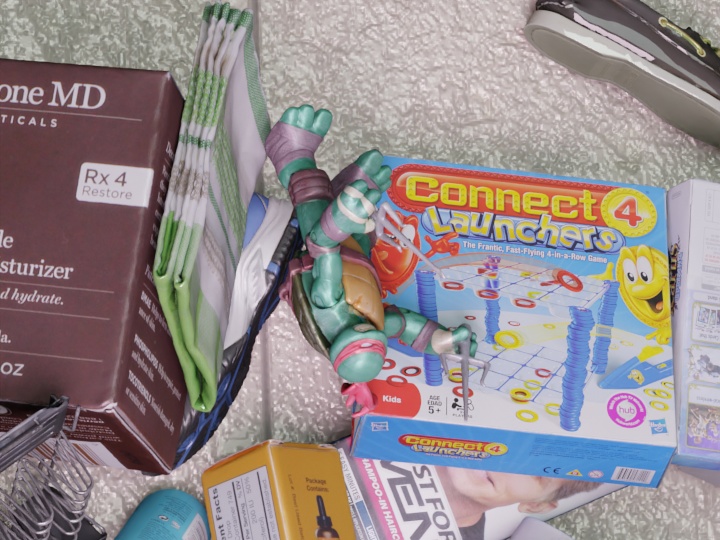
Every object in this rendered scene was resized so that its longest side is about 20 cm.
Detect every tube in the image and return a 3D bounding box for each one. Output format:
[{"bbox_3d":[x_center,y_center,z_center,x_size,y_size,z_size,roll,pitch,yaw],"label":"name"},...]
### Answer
[{"bbox_3d":[-0.129,0.186,1.342,0.050,0.200,0.078,-34,98,15],"label":"tube"}]

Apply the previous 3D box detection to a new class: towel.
[{"bbox_3d":[-0.082,-0.038,1.361,0.030,0.150,0.201,2,57,9],"label":"towel"}]

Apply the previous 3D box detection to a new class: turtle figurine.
[{"bbox_3d":[0.000,0.000,1.373,0.100,0.150,0.201,-23,49,6],"label":"turtle figurine"}]

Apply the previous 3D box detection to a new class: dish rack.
[{"bbox_3d":[-0.206,0.147,1.252,0.153,0.200,0.055,-38,78,-24],"label":"dish rack"}]

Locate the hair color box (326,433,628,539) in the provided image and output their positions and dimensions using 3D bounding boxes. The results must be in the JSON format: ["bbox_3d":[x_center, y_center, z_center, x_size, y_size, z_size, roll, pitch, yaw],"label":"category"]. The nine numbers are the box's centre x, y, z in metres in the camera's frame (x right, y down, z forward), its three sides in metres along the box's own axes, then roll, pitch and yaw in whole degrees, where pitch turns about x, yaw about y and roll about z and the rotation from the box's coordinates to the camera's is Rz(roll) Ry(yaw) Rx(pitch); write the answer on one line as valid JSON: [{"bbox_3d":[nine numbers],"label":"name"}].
[{"bbox_3d":[0.064,0.131,1.487,0.199,0.060,0.101,-21,85,-22],"label":"hair color box"}]

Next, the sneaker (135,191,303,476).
[{"bbox_3d":[-0.104,0.036,1.456,0.077,0.076,0.201,23,68,7],"label":"sneaker"}]

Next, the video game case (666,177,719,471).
[{"bbox_3d":[0.291,0.047,1.516,0.198,0.045,0.183,10,74,-16],"label":"video game case"}]

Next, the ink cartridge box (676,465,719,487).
[{"bbox_3d":[0.304,0.059,1.579,0.114,0.068,0.201,23,72,-12],"label":"ink cartridge box"}]

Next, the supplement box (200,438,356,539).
[{"bbox_3d":[-0.037,0.206,1.381,0.066,0.068,0.202,11,64,-50],"label":"supplement box"}]

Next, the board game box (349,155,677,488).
[{"bbox_3d":[0.097,0.031,1.472,0.198,0.056,0.197,6,56,-6],"label":"board game box"}]

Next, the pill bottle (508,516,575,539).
[{"bbox_3d":[0.084,0.258,1.420,0.112,0.112,0.201,35,80,-8],"label":"pill bottle"}]

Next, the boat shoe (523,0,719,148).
[{"bbox_3d":[0.212,-0.144,1.593,0.200,0.072,0.061,28,75,-8],"label":"boat shoe"}]

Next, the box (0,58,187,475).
[{"bbox_3d":[-0.187,-0.001,1.351,0.164,0.164,0.202,5,74,10],"label":"box"}]
